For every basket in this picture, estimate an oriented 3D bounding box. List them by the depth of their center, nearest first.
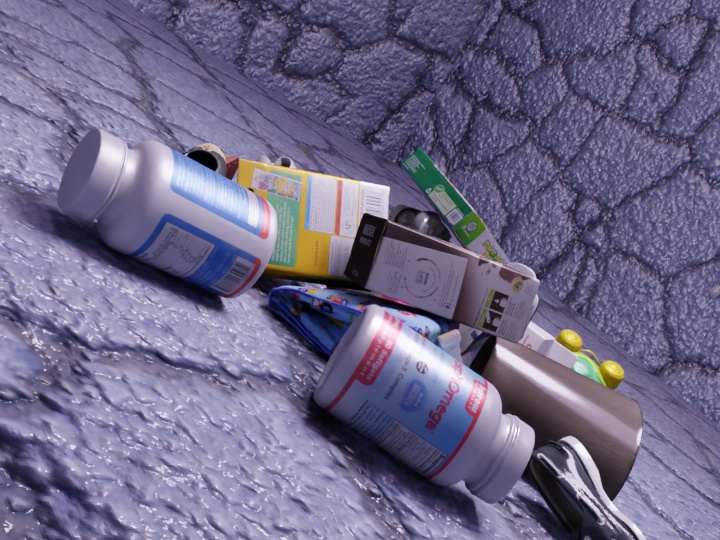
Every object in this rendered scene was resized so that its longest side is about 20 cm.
[{"bbox_3d":[0.223,0.174,1.084,0.198,0.137,0.181,31,25,1],"label":"basket"}]

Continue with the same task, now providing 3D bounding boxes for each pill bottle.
[{"bbox_3d":[0.062,0.130,0.834,0.198,0.110,0.109,34,11,-5],"label":"pill bottle"},{"bbox_3d":[-0.188,-0.058,0.871,0.198,0.113,0.112,28,12,-35],"label":"pill bottle"}]

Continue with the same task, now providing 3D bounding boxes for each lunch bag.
[{"bbox_3d":[-0.006,0.060,1.024,0.198,0.096,0.150,28,10,22],"label":"lunch bag"}]

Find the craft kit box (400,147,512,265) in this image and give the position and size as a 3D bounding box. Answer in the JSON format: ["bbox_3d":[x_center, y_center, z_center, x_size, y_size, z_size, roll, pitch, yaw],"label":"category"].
[{"bbox_3d":[0.157,-0.063,1.317,0.198,0.048,0.201,51,5,-39],"label":"craft kit box"}]

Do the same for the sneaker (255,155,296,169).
[{"bbox_3d":[-0.109,-0.116,1.383,0.075,0.101,0.199,38,10,34],"label":"sneaker"}]

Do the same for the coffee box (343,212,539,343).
[{"bbox_3d":[0.091,0.007,1.026,0.196,0.081,0.113,20,4,-16],"label":"coffee box"}]

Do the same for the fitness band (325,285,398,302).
[{"bbox_3d":[0.000,0.000,1.194,0.142,0.037,0.203,24,41,-47],"label":"fitness band"}]

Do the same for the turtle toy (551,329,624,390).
[{"bbox_3d":[0.316,0.195,1.293,0.199,0.147,0.101,37,34,17],"label":"turtle toy"}]

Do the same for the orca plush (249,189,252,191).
[{"bbox_3d":[-0.102,-0.075,1.186,0.103,0.073,0.200,14,3,10],"label":"orca plush"}]

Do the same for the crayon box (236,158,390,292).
[{"bbox_3d":[-0.065,-0.053,1.076,0.196,0.129,0.051,9,-14,-22],"label":"crayon box"}]

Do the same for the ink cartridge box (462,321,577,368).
[{"bbox_3d":[0.195,0.112,1.260,0.199,0.119,0.067,35,10,24],"label":"ink cartridge box"}]

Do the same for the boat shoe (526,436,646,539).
[{"bbox_3d":[0.240,0.268,0.922,0.059,0.077,0.201,-13,44,-20],"label":"boat shoe"}]

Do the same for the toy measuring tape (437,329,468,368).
[{"bbox_3d":[0.109,0.140,0.925,0.073,0.073,0.202,40,-20,30],"label":"toy measuring tape"}]

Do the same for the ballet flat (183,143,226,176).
[{"bbox_3d":[-0.207,-0.120,1.086,0.065,0.058,0.201,9,27,5],"label":"ballet flat"}]

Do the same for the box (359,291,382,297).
[{"bbox_3d":[0.030,-0.011,1.364,0.199,0.098,0.176,38,12,12],"label":"box"}]

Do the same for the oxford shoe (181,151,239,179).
[{"bbox_3d":[-0.222,-0.144,1.246,0.074,0.071,0.200,29,10,2],"label":"oxford shoe"}]

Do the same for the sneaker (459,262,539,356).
[{"bbox_3d":[0.162,0.076,1.177,0.115,0.197,0.082,34,28,-58],"label":"sneaker"}]

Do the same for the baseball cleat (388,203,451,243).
[{"bbox_3d":[0.080,-0.062,1.335,0.105,0.071,0.200,32,0,16],"label":"baseball cleat"}]
